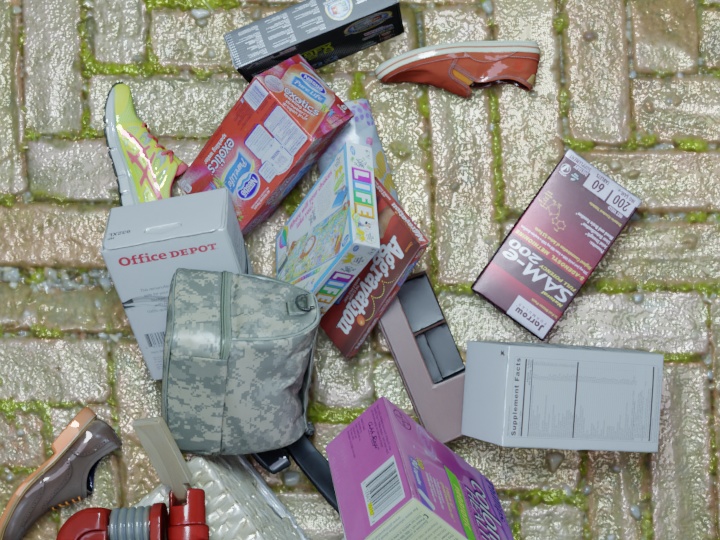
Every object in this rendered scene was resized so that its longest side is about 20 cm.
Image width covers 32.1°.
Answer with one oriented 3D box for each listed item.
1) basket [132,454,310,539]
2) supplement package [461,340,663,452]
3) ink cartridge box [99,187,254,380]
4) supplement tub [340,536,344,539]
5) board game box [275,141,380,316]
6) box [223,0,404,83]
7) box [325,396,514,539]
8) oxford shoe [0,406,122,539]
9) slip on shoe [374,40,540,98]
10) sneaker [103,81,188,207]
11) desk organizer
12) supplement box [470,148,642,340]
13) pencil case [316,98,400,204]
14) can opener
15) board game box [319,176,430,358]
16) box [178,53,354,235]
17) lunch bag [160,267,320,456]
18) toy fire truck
[{"bbox_3d":[-0.181,0.333,1.455,0.199,0.161,0.199,-39,85,1],"label":"basket"},{"bbox_3d":[0.226,0.140,1.415,0.198,0.109,0.115,5,88,-20],"label":"supplement package"},{"bbox_3d":[-0.198,0.017,1.448,0.143,0.084,0.202,-10,129,5],"label":"ink cartridge box"},{"bbox_3d":[0.042,0.399,1.435,0.200,0.145,0.145,43,92,-2],"label":"supplement tub"},{"bbox_3d":[-0.041,-0.032,1.419,0.034,0.200,0.136,11,55,-24],"label":"board game box"},{"bbox_3d":[-0.050,-0.276,1.459,0.198,0.160,0.045,-22,88,3],"label":"box"},{"bbox_3d":[0.072,0.269,1.371,0.097,0.176,0.200,-41,118,14],"label":"box"},{"bbox_3d":[-0.368,0.266,1.517,0.073,0.071,0.201,38,91,0],"label":"oxford shoe"},{"bbox_3d":[0.116,-0.237,1.491,0.197,0.074,0.062,-3,91,0],"label":"slip on shoe"},{"bbox_3d":[-0.256,-0.133,1.521,0.089,0.078,0.203,-14,93,-4],"label":"sneaker"},{"bbox_3d":[0.080,0.104,1.483,0.076,0.072,0.202,-23,87,1],"label":"desk organizer"},{"bbox_3d":[0.229,-0.029,1.479,0.108,0.061,0.201,35,92,4],"label":"supplement box"},{"bbox_3d":[-0.005,-0.101,1.490,0.090,0.083,0.202,-17,87,34],"label":"pencil case"},{"bbox_3d":[-0.053,0.233,1.457,0.079,0.063,0.200,-47,56,-7],"label":"can opener"},{"bbox_3d":[0.000,0.000,1.438,0.103,0.019,0.201,50,132,21],"label":"board game box"},{"bbox_3d":[-0.111,-0.139,1.446,0.100,0.095,0.200,47,130,4],"label":"box"},{"bbox_3d":[-0.132,0.105,1.379,0.165,0.140,0.202,5,128,-7],"label":"lunch bag"},{"bbox_3d":[-0.239,0.266,1.331,0.174,0.129,0.203,-4,75,5],"label":"toy fire truck"}]
